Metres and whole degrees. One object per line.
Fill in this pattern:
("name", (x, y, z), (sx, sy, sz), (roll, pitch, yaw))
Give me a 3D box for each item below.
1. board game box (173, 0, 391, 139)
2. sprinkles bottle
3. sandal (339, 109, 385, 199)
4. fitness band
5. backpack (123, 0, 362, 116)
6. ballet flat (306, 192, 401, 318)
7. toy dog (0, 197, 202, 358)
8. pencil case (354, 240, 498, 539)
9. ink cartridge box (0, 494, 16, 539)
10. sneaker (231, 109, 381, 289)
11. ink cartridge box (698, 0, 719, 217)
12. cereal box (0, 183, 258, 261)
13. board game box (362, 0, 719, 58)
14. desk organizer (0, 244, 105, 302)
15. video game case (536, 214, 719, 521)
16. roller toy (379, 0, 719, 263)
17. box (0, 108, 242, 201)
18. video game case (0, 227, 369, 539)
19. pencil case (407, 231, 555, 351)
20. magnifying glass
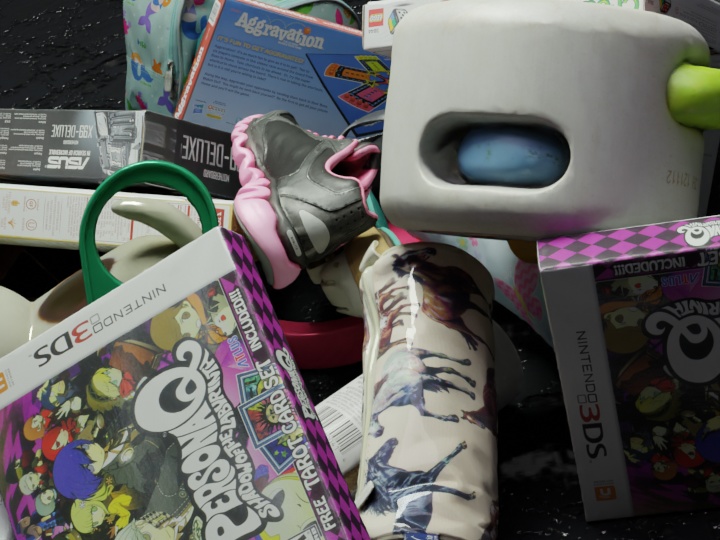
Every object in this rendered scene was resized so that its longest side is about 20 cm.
("board game box", (-0.027, -0.128, 1.403), (0.200, 0.103, 0.019), (13, 21, -26))
("sprinkles bottle", (0.006, 0.097, 1.154), (0.200, 0.068, 0.068), (-33, 36, -29))
("sandal", (0.036, -0.094, 1.346), (0.200, 0.043, 0.076), (-26, -17, 27))
("fitness band", (-0.043, 0.012, 1.346), (0.200, 0.037, 0.144), (7, 39, 32))
("backpack", (-0.088, -0.168, 1.468), (0.177, 0.200, 0.151), (-20, 27, -35))
("ballet flat", (0.000, 0.000, 1.250), (0.063, 0.069, 0.200), (-26, 18, 0))
("toy dog", (-0.178, 0.056, 1.185), (0.200, 0.194, 0.140), (-7, 43, -2))
("pencil case", (0.033, 0.081, 1.082), (0.078, 0.089, 0.200), (-37, 42, 46))
("ink cartridge box", (-0.265, 0.192, 1.101), (0.165, 0.075, 0.200), (-7, 31, 12))
("sneaker", (-0.029, -0.059, 1.252), (0.095, 0.079, 0.200), (-27, 25, 7))
("ink cartridge box", (0.172, -0.135, 1.332), (0.147, 0.200, 0.086), (12, 6, 38))
("cereal box", (-0.172, -0.032, 1.290), (0.200, 0.040, 0.144), (4, -1, 3))
("board game box", (0.118, -0.155, 1.238), (0.200, 0.035, 0.126), (-3, -6, 34))
("desk organizer", (-0.236, 0.028, 1.358), (0.077, 0.072, 0.200), (0, 34, 17))
("video game case", (0.206, 0.050, 1.044), (0.200, 0.181, 0.036), (-7, 35, 9))
("roller toy", (0.103, -0.074, 1.104), (0.182, 0.140, 0.200), (5, 0, -21))
("box", (-0.173, -0.077, 1.356), (0.200, 0.050, 0.158), (4, -4, 35))
("video game case", (-0.107, 0.105, 1.045), (0.181, 0.036, 0.200), (-30, 67, 16))
("pencil case", (0.105, -0.014, 1.252), (0.083, 0.091, 0.200), (-24, 40, -22))
("magnifying glass", (-0.139, 0.033, 1.124), (0.080, 0.200, 0.022), (18, 3, -6))
